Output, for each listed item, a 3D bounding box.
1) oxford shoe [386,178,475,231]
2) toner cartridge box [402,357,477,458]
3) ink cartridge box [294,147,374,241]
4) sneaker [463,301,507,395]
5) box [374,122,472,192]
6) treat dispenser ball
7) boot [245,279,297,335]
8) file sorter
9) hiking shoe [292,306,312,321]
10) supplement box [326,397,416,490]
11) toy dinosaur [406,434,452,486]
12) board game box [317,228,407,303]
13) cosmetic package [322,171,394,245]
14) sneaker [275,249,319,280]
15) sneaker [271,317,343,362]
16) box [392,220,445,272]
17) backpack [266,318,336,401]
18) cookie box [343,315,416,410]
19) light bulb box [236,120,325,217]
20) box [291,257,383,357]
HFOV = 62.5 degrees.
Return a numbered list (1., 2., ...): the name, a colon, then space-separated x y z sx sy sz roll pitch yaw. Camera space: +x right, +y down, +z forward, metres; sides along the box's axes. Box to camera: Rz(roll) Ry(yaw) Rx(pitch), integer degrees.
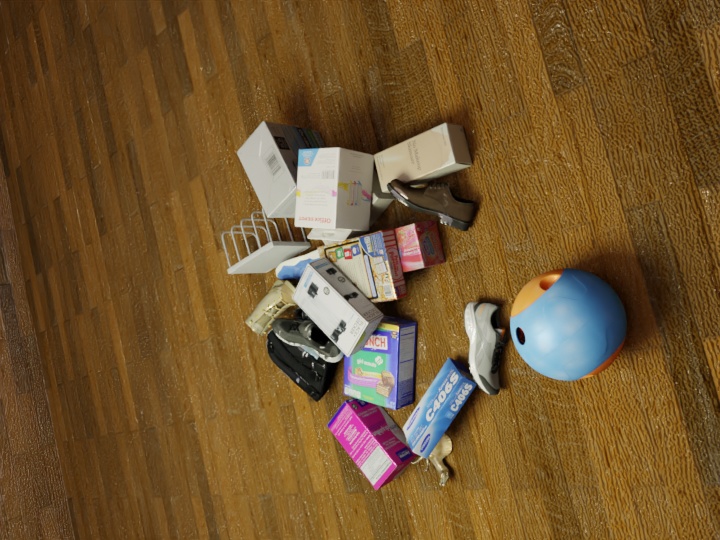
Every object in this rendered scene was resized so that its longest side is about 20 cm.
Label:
1. oxford shoe: 0.154 -0.162 1.278 0.198 0.073 0.085 22 112 1
2. toner cartridge box: 0.170 0.299 1.300 0.201 0.043 0.095 -59 16 10
3. ink cartridge box: -0.060 -0.169 1.349 0.128 0.125 0.202 8 96 39
4. sneaker: 0.271 0.163 1.249 0.079 0.074 0.202 -9 89 34
5. box: 0.136 -0.245 1.309 0.199 0.077 0.096 -18 83 39
6. treat dispenser ball: 0.373 0.097 1.074 0.200 0.200 0.203 5 98 38
7. boot: -0.224 0.101 1.550 0.073 0.156 0.200 45 165 -21
8. file sorter: -0.262 -0.084 1.613 0.199 0.138 0.126 -26 75 38
9. hiking shoe: -0.100 0.117 1.490 0.200 0.086 0.075 175 89 -66
10. supplement box: 0.029 0.412 1.450 0.200 0.101 0.104 48 121 24
11. toy dinosaur: 0.163 0.395 1.383 0.100 0.058 0.202 -11 84 23
12. board game box: 0.000 0.000 1.343 0.199 0.046 0.153 -10 93 40
13. cosmetic package: -0.020 -0.143 1.450 0.200 0.073 0.104 -47 66 32
14. sneaker: -0.143 0.022 1.564 0.199 0.076 0.112 -19 74 32
15. sneaker: -0.130 0.151 1.450 0.199 0.067 0.091 23 146 18
16. box: 0.080 -0.042 1.363 0.199 0.094 0.104 -13 88 39
17. backpack: -0.156 0.217 1.556 0.199 0.154 0.164 24 132 13
18. cookie box: 0.044 0.213 1.433 0.170 0.075 0.202 7 98 40
19. light bulb box: -0.166 -0.244 1.476 0.125 0.199 0.199 -37 72 33
20. box: -0.054 0.081 1.335 0.200 0.060 0.117 44 127 19
